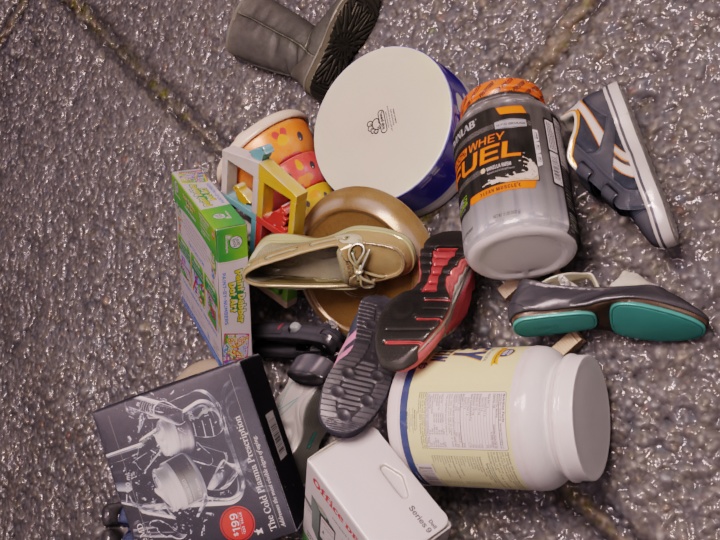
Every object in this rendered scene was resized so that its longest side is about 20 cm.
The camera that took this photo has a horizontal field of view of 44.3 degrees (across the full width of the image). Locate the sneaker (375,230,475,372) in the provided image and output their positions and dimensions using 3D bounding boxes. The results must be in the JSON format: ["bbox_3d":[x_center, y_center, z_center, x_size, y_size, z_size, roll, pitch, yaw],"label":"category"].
[{"bbox_3d":[0.085,0.047,0.958,0.073,0.087,0.200,4,43,33],"label":"sneaker"}]

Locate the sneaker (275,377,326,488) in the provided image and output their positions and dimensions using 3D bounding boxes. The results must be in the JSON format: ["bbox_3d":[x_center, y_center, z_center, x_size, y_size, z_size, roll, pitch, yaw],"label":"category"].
[{"bbox_3d":[-0.089,0.213,1.109,0.080,0.070,0.201,29,93,49],"label":"sneaker"}]

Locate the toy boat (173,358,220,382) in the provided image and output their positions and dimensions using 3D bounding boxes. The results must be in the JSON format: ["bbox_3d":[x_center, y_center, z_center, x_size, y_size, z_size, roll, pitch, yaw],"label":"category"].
[{"bbox_3d":[-0.205,0.210,1.147,0.130,0.131,0.200,35,83,0],"label":"toy boat"}]

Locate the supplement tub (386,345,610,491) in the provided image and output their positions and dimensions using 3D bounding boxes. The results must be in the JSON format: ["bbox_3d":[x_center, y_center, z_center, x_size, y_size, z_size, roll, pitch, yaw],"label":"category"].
[{"bbox_3d":[0.143,0.152,0.916,0.199,0.145,0.146,-6,77,31],"label":"supplement tub"}]

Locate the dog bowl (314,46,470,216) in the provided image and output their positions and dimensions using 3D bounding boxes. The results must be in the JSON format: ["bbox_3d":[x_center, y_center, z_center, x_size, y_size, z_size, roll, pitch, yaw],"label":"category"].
[{"bbox_3d":[0.043,-0.169,1.090,0.199,0.079,0.201,-8,75,31],"label":"dog bowl"}]

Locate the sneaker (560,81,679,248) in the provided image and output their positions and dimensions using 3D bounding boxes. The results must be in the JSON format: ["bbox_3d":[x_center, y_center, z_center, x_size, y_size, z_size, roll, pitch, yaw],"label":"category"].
[{"bbox_3d":[0.270,-0.100,0.931,0.079,0.078,0.201,-24,57,21],"label":"sneaker"}]

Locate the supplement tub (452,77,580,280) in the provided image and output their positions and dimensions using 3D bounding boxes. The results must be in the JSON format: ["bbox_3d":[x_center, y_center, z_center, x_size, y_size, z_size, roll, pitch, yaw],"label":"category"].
[{"bbox_3d":[0.164,-0.101,0.959,0.122,0.122,0.201,-20,57,28],"label":"supplement tub"}]

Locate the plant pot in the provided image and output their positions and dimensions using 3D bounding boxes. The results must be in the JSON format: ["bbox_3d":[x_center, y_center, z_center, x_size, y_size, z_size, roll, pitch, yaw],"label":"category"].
[{"bbox_3d":[0.000,0.000,1.062,0.199,0.027,0.201,11,111,29],"label":"plant pot"}]

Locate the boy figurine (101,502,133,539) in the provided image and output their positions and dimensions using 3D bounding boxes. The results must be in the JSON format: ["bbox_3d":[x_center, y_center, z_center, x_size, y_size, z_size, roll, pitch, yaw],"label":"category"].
[{"bbox_3d":[-0.259,0.345,1.185,0.199,0.064,0.125,-13,70,32],"label":"boy figurine"}]

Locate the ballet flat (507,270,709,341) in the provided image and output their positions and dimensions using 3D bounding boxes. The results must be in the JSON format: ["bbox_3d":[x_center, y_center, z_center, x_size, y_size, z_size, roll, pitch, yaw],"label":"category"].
[{"bbox_3d":[0.252,0.031,0.911,0.199,0.073,0.074,-1,79,16],"label":"ballet flat"}]

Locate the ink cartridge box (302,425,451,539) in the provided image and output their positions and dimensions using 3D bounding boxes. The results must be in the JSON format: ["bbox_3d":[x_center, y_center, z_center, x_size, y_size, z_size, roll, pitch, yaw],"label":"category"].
[{"bbox_3d":[0.010,0.283,0.944,0.146,0.084,0.201,46,148,31],"label":"ink cartridge box"}]

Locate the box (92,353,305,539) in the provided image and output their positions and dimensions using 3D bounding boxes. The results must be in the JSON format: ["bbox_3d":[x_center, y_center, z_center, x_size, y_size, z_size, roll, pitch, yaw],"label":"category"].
[{"bbox_3d":[-0.179,0.221,1.016,0.181,0.104,0.201,-20,87,6],"label":"box"}]

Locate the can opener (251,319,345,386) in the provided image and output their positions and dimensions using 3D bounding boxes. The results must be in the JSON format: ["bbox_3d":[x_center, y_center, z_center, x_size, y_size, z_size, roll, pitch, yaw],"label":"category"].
[{"bbox_3d":[-0.088,0.090,1.109,0.199,0.078,0.064,10,127,50],"label":"can opener"}]

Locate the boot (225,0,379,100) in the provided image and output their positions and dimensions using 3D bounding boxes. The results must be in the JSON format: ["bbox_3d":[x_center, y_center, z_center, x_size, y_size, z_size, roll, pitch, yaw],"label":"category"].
[{"bbox_3d":[-0.085,-0.345,1.226,0.200,0.072,0.182,41,101,39],"label":"boot"}]

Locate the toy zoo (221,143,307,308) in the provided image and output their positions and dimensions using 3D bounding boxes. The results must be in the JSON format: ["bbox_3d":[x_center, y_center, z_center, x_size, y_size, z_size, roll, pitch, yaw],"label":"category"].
[{"bbox_3d":[-0.122,-0.065,1.087,0.131,0.020,0.201,34,134,28],"label":"toy zoo"}]

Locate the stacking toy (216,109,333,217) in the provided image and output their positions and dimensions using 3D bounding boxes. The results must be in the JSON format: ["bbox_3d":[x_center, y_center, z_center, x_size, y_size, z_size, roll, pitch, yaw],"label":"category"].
[{"bbox_3d":[-0.077,-0.094,1.145,0.146,0.146,0.200,-43,79,18],"label":"stacking toy"}]

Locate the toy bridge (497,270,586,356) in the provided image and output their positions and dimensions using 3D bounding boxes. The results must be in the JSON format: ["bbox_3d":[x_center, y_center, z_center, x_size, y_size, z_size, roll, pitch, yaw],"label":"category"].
[{"bbox_3d":[0.185,0.007,0.991,0.067,0.027,0.200,-44,60,15],"label":"toy bridge"}]

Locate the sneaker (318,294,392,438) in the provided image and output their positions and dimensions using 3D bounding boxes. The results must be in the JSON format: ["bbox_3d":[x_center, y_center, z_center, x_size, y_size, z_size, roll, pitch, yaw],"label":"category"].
[{"bbox_3d":[0.001,0.120,0.974,0.070,0.200,0.082,21,133,5],"label":"sneaker"}]

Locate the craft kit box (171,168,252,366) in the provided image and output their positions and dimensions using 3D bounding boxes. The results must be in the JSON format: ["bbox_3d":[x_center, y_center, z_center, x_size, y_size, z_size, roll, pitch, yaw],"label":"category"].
[{"bbox_3d":[-0.191,-0.005,1.131,0.200,0.048,0.199,-135,37,-53],"label":"craft kit box"}]

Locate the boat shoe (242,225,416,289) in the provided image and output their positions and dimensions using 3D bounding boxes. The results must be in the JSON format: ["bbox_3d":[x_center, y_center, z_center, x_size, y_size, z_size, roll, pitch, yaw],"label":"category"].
[{"bbox_3d":[-0.036,-0.007,1.009,0.199,0.063,0.074,2,122,18],"label":"boat shoe"}]
